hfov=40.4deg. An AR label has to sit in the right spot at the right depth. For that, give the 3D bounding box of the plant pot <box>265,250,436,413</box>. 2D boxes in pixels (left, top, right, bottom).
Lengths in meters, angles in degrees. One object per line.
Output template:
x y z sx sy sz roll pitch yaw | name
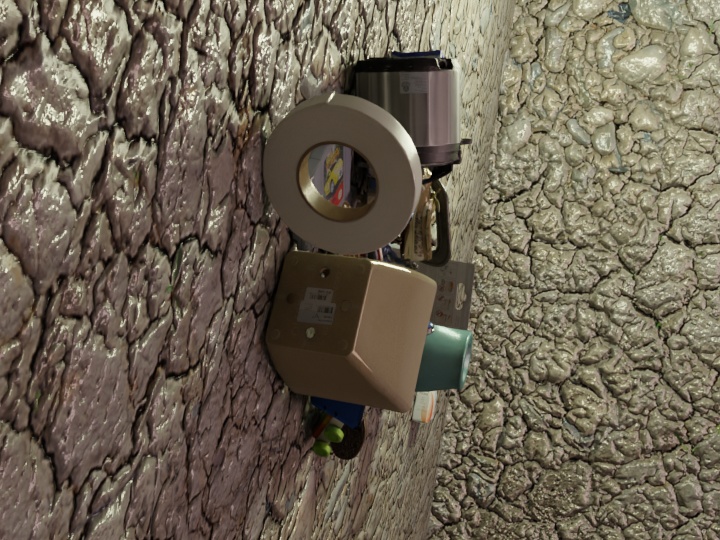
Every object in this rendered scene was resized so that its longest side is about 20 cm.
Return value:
-0.026 0.069 1.381 0.177 0.197 0.203 43 57 -61 | plant pot

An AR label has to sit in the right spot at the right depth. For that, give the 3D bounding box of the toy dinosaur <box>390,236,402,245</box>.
0.046 -0.133 1.836 0.201 0.057 0.102 -95 -172 -48 | toy dinosaur

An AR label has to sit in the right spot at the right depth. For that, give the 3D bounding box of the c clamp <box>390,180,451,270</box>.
0.108 -0.087 1.852 0.027 0.170 0.203 -18 117 -36 | c clamp

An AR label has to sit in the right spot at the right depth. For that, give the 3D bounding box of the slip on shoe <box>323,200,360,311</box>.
-0.035 -0.009 1.553 0.076 0.060 0.203 12 70 -65 | slip on shoe

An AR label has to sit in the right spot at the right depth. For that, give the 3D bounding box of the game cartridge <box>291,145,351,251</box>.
-0.054 -0.135 1.419 0.201 0.040 0.135 -63 155 -53 | game cartridge

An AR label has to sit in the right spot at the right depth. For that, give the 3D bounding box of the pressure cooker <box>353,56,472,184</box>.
0.073 -0.235 1.552 0.178 0.174 0.203 -16 108 -53 | pressure cooker

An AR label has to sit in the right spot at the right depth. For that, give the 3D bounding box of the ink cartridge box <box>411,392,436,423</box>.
0.202 0.340 2.866 0.162 0.049 0.203 16 87 -77 | ink cartridge box

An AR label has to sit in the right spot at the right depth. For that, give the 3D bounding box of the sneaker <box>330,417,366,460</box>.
-0.012 0.251 1.815 0.076 0.069 0.203 -51 149 -67 | sneaker

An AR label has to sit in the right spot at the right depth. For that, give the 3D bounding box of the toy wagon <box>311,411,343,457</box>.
-0.040 0.240 1.668 0.156 0.039 0.200 -64 -176 -37 | toy wagon

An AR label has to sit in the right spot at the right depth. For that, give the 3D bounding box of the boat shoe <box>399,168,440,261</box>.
0.111 -0.104 1.774 0.074 0.062 0.202 -95 -170 -49 | boat shoe

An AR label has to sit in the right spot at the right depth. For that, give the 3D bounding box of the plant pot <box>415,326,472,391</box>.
0.157 0.188 2.242 0.200 0.185 0.203 10 90 -77 | plant pot

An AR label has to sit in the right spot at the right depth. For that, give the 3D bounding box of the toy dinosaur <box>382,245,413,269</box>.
0.017 -0.023 1.806 0.200 0.104 0.184 -134 -144 -64 | toy dinosaur

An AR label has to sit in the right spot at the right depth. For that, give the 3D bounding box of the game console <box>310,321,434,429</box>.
0.014 0.149 1.558 0.199 0.169 0.120 14 -59 64 | game console

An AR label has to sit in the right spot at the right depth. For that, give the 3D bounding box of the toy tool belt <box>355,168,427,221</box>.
0.054 -0.133 1.676 0.124 0.123 0.202 94 -7 -55 | toy tool belt

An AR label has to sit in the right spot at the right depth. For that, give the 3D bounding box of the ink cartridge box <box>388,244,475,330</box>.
0.133 0.027 1.985 0.047 0.197 0.162 -59 156 -56 | ink cartridge box

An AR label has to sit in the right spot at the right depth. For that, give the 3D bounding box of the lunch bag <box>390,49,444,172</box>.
0.103 -0.279 1.804 0.200 0.122 0.172 57 43 -62 | lunch bag

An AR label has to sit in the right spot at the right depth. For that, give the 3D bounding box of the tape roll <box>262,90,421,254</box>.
-0.023 -0.116 1.197 0.037 0.200 0.205 -60 156 -54 | tape roll

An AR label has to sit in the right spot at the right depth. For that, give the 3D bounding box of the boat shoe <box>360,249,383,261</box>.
0.000 0.000 1.692 0.062 0.071 0.203 -22 119 -24 | boat shoe
